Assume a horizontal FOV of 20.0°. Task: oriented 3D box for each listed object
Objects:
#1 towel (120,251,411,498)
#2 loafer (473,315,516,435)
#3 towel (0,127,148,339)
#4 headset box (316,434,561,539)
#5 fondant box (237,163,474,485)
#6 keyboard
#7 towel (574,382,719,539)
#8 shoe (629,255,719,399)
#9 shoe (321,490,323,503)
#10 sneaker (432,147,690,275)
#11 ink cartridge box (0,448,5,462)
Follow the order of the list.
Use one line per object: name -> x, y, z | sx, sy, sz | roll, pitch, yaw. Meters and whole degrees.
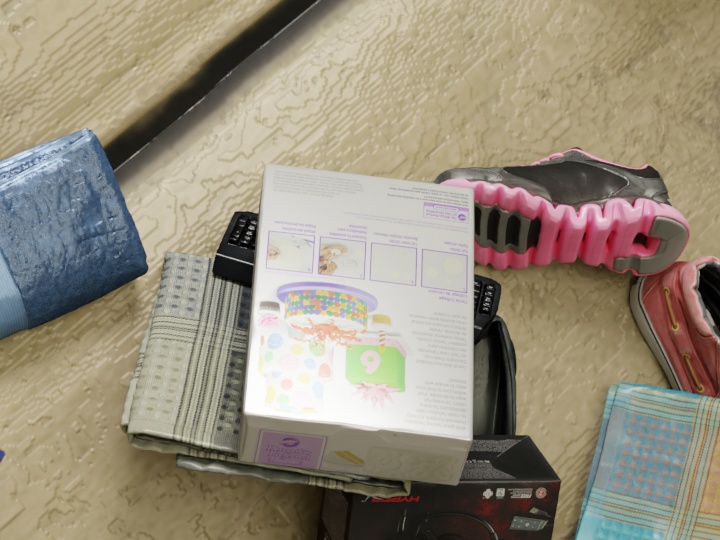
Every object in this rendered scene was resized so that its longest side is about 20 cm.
towel -> -0.055, 0.071, 1.363 | 0.190, 0.035, 0.201 | 11, 37, -3
loafer -> 0.078, 0.129, 1.463 | 0.067, 0.070, 0.203 | 6, 82, -21
towel -> -0.245, -0.011, 1.368 | 0.199, 0.048, 0.113 | -24, 93, -23
headset box -> 0.045, 0.217, 1.396 | 0.147, 0.075, 0.202 | 2, 111, -16
fondant box -> -0.001, 0.032, 1.317 | 0.143, 0.058, 0.201 | 7, 52, -5
keyboard -> 0.000, 0.000, 1.410 | 0.198, 0.040, 0.104 | 14, 36, 2
towel -> 0.257, 0.164, 1.483 | 0.022, 0.198, 0.148 | 40, 62, -58
shoe -> 0.283, 0.080, 1.540 | 0.071, 0.091, 0.201 | -34, 95, -22
shoe -> 0.023, 0.087, 1.446 | 0.053, 0.070, 0.202 | 25, 76, -32
sneaker -> 0.144, -0.054, 1.526 | 0.198, 0.079, 0.096 | 8, 46, -11
ink cartridge box -> -0.312, 0.072, 1.248 | 0.197, 0.200, 0.047 | 37, 72, -13
